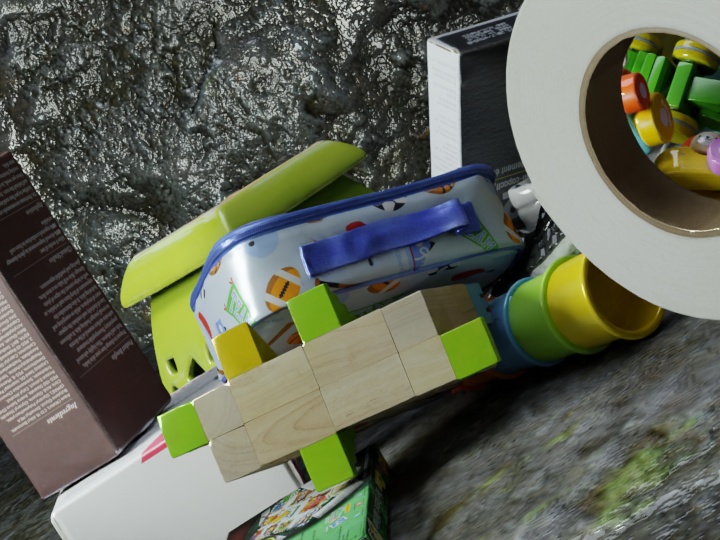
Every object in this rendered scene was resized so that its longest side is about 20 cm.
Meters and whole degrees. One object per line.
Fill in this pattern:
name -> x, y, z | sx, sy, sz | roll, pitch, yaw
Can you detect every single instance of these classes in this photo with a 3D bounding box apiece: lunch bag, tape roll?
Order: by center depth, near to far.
tape roll -> 0.158, -0.072, 0.800 | 0.037, 0.204, 0.202 | -36, 7, -39
lunch bag -> 0.000, 0.000, 1.023 | 0.198, 0.076, 0.160 | -17, -17, -19

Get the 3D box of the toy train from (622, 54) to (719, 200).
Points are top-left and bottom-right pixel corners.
toy train -> 0.202, -0.094, 0.971 | 0.151, 0.198, 0.056 | 119, 168, -53

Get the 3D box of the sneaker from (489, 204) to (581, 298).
sneaker -> 0.130, 0.004, 1.042 | 0.200, 0.079, 0.075 | 128, 159, -65

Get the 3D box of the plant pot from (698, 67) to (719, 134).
plant pot -> 0.235, -0.153, 1.299 | 0.199, 0.201, 0.135 | -31, 33, 11

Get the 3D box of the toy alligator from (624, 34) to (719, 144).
toy alligator -> 0.215, -0.107, 1.057 | 0.054, 0.198, 0.060 | 34, -105, -60

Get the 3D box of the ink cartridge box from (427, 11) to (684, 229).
ink cartridge box -> 0.138, -0.089, 1.164 | 0.196, 0.202, 0.047 | -21, 33, -27

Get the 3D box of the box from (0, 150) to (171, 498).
box -> -0.215, 0.033, 1.077 | 0.075, 0.201, 0.100 | -32, 5, 20

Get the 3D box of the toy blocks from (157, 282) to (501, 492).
toy blocks -> 0.003, 0.061, 0.957 | 0.199, 0.101, 0.136 | -26, -7, 21

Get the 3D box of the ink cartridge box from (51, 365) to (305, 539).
ink cartridge box -> -0.119, 0.137, 1.111 | 0.144, 0.085, 0.200 | -32, 6, -3

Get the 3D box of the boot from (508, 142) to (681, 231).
boot -> 0.197, -0.069, 1.107 | 0.199, 0.096, 0.074 | -32, 5, 3

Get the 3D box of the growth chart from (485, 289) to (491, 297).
growth chart -> 0.021, 0.031, 1.192 | 0.199, 0.018, 0.145 | -35, -39, -17

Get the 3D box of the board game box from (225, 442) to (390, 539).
board game box -> -0.033, 0.146, 0.879 | 0.104, 0.024, 0.200 | -29, 5, 5

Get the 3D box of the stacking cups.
stacking cups -> 0.096, 0.039, 0.985 | 0.060, 0.061, 0.200 | -35, 1, -35

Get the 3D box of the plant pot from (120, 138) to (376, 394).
plant pot -> -0.062, 0.019, 1.353 | 0.200, 0.183, 0.198 | -35, 6, -42
